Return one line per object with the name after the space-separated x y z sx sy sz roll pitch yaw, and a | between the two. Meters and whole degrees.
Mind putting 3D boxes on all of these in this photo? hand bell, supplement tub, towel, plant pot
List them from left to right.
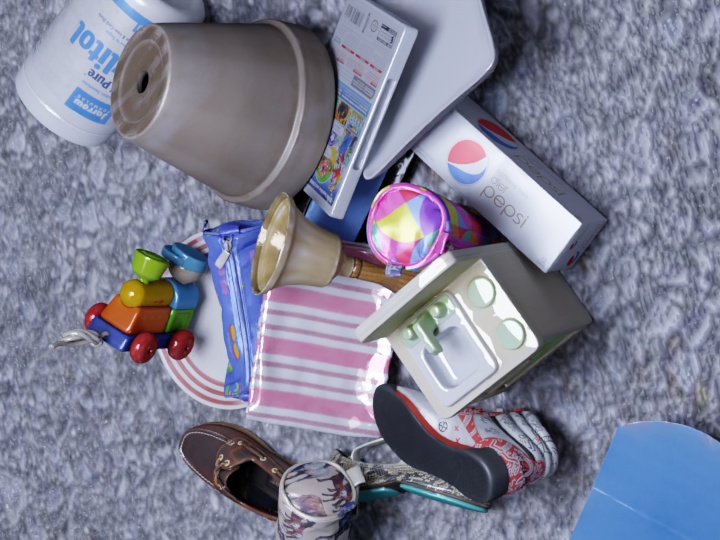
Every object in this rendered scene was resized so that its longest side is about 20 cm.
-0.276 -0.250 1.636 0.200 0.132 0.132 -48 71 25 | supplement tub
-0.153 -0.174 1.509 0.199 0.173 0.202 -17 68 49 | plant pot
-0.034 0.068 1.524 0.145 0.030 0.202 9 93 -8 | towel
0.000 0.000 1.480 0.104 0.199 0.105 -164 90 -71 | hand bell

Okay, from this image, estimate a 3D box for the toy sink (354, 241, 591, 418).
0.111 0.057 1.396 0.130 0.200 0.112 -41 74 25 | toy sink

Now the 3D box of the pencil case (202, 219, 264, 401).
-0.118 0.042 1.568 0.077 0.087 0.202 -6 92 20 | pencil case

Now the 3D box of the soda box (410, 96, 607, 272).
0.140 -0.088 1.441 0.200 0.068 0.064 44 115 20 | soda box

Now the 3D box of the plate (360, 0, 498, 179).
0.062 -0.213 1.443 0.199 0.032 0.201 -40 43 38 | plate

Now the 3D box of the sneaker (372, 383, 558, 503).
0.106 0.162 1.474 0.201 0.107 0.068 29 124 48 | sneaker

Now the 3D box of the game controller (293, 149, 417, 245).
-0.011 -0.085 1.546 0.104 0.042 0.201 33 110 24 | game controller

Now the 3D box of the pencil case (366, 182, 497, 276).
0.072 -0.032 1.410 0.088 0.200 0.089 -1 88 20 | pencil case

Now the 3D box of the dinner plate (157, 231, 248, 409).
-0.149 0.054 1.649 0.199 0.024 0.202 3 97 30 | dinner plate

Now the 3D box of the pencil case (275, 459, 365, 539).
-0.044 0.288 1.535 0.078 0.089 0.201 -108 18 -48 | pencil case

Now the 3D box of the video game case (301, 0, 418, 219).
-0.014 -0.169 1.488 0.143 0.018 0.201 45 117 56 | video game case

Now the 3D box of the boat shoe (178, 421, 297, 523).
-0.126 0.222 1.624 0.199 0.070 0.071 19 105 29 | boat shoe

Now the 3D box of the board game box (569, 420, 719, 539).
0.295 0.236 1.399 0.157 0.039 0.201 27 112 20 | board game box

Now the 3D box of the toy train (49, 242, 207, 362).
-0.241 0.030 1.567 0.084 0.200 0.116 29 102 24 | toy train

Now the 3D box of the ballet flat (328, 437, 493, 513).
0.047 0.206 1.530 0.199 0.068 0.076 -2 71 32 | ballet flat
